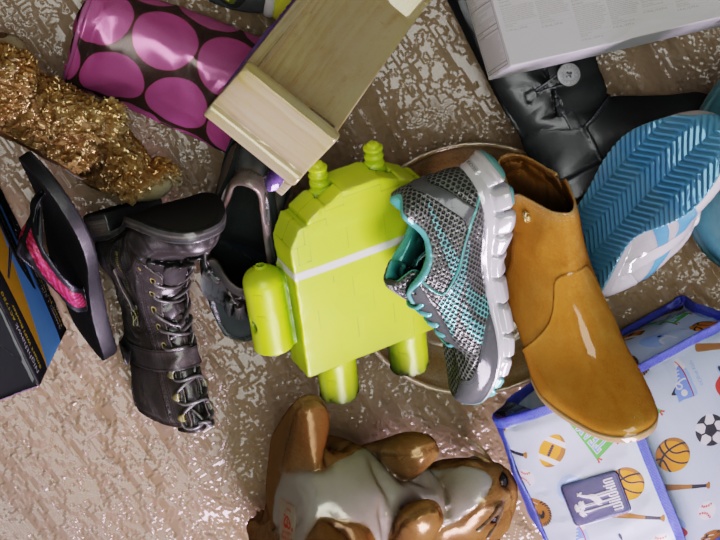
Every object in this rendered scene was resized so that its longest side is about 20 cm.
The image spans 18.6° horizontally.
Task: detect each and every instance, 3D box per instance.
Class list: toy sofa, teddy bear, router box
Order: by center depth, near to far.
[{"bbox_3d":[-0.029,-0.153,1.561,0.083,0.098,0.200,39,52,-8],"label":"toy sofa"},{"bbox_3d":[-0.217,-0.111,1.599,0.200,0.145,0.067,30,83,-14],"label":"teddy bear"},{"bbox_3d":[-0.286,-0.015,1.608,0.051,0.149,0.200,-22,104,6],"label":"router box"}]

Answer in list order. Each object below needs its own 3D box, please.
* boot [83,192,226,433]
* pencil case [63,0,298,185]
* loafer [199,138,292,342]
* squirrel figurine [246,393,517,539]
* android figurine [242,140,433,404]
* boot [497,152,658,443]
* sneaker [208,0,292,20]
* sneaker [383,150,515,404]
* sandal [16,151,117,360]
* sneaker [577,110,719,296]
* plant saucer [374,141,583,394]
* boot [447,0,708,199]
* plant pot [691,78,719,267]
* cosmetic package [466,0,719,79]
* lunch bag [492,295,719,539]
[{"bbox_3d":[-0.135,0.035,1.621,0.069,0.200,0.174,-17,99,-25],"label":"boot"},{"bbox_3d":[-0.122,-0.139,1.629,0.200,0.091,0.094,24,133,-7],"label":"pencil case"},{"bbox_3d":[-0.090,-0.016,1.625,0.072,0.063,0.200,14,132,5],"label":"loafer"},{"bbox_3d":[0.020,0.192,1.695,0.187,0.142,0.200,-3,149,-28],"label":"squirrel figurine"},{"bbox_3d":[0.000,0.000,1.615,0.182,0.041,0.200,-22,125,-19],"label":"android figurine"},{"bbox_3d":[0.148,0.017,1.576,0.071,0.201,0.144,-21,136,-20],"label":"boot"},{"bbox_3d":[-0.079,-0.282,1.602,0.085,0.074,0.200,3,100,-1],"label":"sneaker"},{"bbox_3d":[0.059,0.010,1.594,0.091,0.078,0.200,-12,118,-18],"label":"sneaker"},{"bbox_3d":[-0.223,-0.001,1.617,0.045,0.075,0.200,-27,137,-18],"label":"sandal"},{"bbox_3d":[0.216,-0.054,1.603,0.081,0.200,0.077,-21,71,-38],"label":"sneaker"},{"bbox_3d":[0.086,-0.003,1.697,0.200,0.035,0.200,-1,103,-4],"label":"plant saucer"},{"bbox_3d":[0.167,-0.168,1.655,0.165,0.066,0.200,-27,89,-21],"label":"boot"},{"bbox_3d":[0.368,-0.055,1.598,0.200,0.188,0.200,-9,113,-23],"label":"plant pot"},{"bbox_3d":[0.179,-0.202,1.602,0.200,0.051,0.083,-14,88,-19],"label":"cosmetic package"},{"bbox_3d":[0.216,0.140,1.678,0.200,0.124,0.170,-26,101,-13],"label":"lunch bag"}]
